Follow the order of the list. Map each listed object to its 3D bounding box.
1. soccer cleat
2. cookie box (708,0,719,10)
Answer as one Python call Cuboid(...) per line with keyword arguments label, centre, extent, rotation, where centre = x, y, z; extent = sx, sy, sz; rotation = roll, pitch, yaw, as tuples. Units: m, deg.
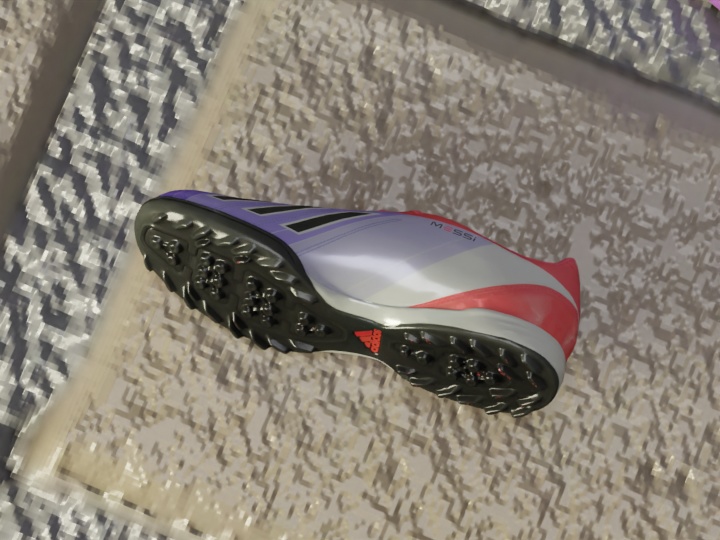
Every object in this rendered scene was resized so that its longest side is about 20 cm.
Cuboid(label="soccer cleat", centre=(0.000, 0.000, 1.142), extent=(0.200, 0.068, 0.073), rotation=(18, 52, 5))
Cuboid(label="cookie box", centre=(0.280, -0.157, 1.183), extent=(0.171, 0.075, 0.200), rotation=(42, 77, 7))
